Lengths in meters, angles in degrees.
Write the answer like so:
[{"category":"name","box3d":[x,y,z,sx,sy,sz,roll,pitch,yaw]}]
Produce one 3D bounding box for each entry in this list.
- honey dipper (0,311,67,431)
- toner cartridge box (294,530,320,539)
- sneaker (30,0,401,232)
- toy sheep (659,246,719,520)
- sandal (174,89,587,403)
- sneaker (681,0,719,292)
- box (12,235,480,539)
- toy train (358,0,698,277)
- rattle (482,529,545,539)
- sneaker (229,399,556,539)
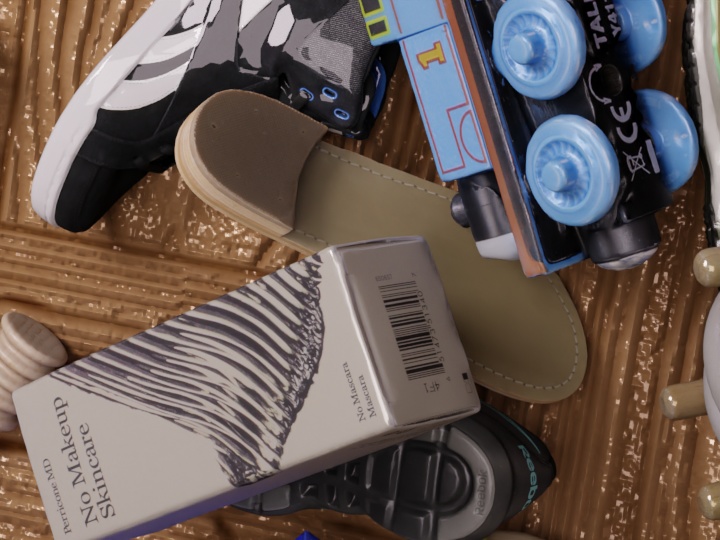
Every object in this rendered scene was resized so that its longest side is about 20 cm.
[{"category":"honey dipper","box3d":[-0.212,0.108,1.081,0.038,0.038,0.200,39,103,9]},{"category":"toner cartridge box","box3d":[-0.075,0.212,0.997,0.043,0.095,0.200,37,117,-20]},{"category":"sneaker","box3d":[-0.055,-0.075,1.013,0.112,0.073,0.200,39,101,9]},{"category":"toy sheep","box3d":[0.194,0.040,0.882,0.137,0.200,0.138,2,57,-3]},{"category":"sandal","box3d":[0.002,-0.005,1.007,0.211,0.070,0.078,33,60,-16]},{"category":"sneaker","box3d":[0.187,-0.064,0.960,0.088,0.077,0.201,-8,97,5]},{"category":"box","box3d":[-0.052,0.055,0.955,0.200,0.068,0.082,-25,80,36]},{"category":"toy train","box3d":[0.067,-0.092,0.952,0.114,0.087,0.201,-14,94,46]},{"category":"rattle","box3d":[0.088,0.211,0.994,0.199,0.130,0.143,24,110,-14]},{"category":"sneaker","box3d":[-0.004,0.077,1.012,0.199,0.079,0.076,17,105,33]}]
